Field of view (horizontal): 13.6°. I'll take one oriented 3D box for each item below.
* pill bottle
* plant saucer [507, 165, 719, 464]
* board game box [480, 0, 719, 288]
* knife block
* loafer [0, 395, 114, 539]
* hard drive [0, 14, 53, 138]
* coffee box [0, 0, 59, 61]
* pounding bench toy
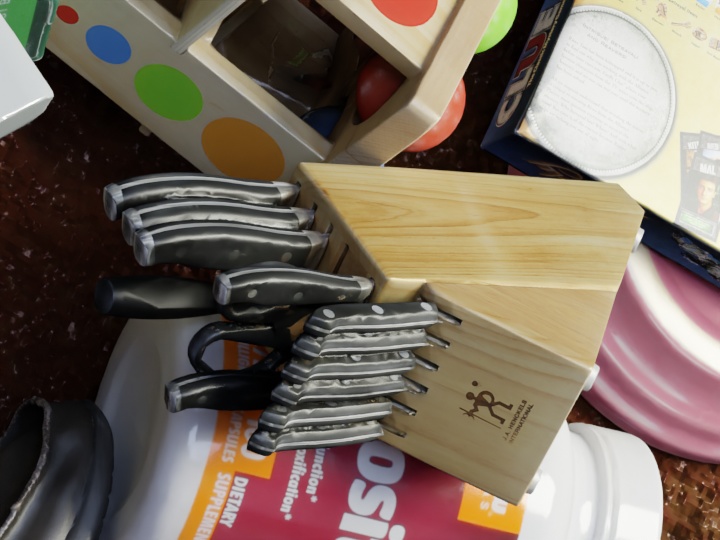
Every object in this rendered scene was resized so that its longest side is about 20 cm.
[{"bbox_3d":[0.005,0.080,1.116,0.199,0.113,0.113,14,77,-20],"label":"pill bottle"},{"bbox_3d":[0.158,-0.022,1.231,0.200,0.051,0.201,4,80,-23],"label":"plant saucer"},{"bbox_3d":[0.161,-0.061,1.191,0.200,0.035,0.136,30,72,-16],"label":"board game box"},{"bbox_3d":[0.000,0.000,1.057,0.175,0.064,0.200,27,28,0],"label":"knife block"},{"bbox_3d":[-0.157,0.121,1.061,0.071,0.073,0.200,37,70,-16],"label":"loafer"},{"bbox_3d":[-0.206,-0.107,0.964,0.132,0.027,0.200,-31,83,-30],"label":"hard drive"},{"bbox_3d":[-0.154,-0.180,1.043,0.044,0.123,0.200,-14,62,-26],"label":"coffee box"},{"bbox_3d":[-0.016,-0.133,1.130,0.156,0.124,0.200,38,51,-14],"label":"pounding bench toy"}]
